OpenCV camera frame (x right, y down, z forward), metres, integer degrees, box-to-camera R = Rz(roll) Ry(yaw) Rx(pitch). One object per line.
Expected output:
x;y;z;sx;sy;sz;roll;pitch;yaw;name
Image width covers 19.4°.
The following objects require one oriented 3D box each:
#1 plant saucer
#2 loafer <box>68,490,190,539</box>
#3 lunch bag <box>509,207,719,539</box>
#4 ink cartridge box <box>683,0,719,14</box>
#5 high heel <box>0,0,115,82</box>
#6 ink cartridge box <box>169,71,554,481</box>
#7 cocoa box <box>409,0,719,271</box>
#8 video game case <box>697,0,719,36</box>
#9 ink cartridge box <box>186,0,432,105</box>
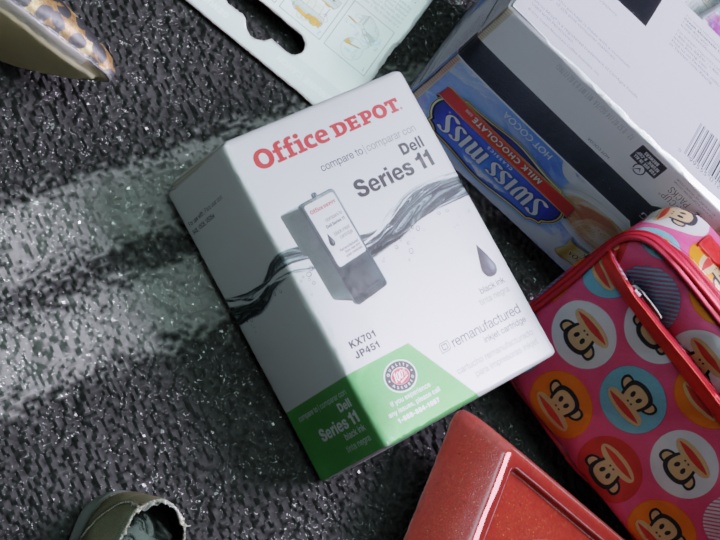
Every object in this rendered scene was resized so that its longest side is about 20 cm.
0.102;0.212;1.227;0.200;0.037;0.200;40;56;-24;plant saucer
-0.135;0.202;1.099;0.075;0.070;0.200;20;62;-22;loafer
0.201;0.067;1.274;0.200;0.176;0.082;52;35;5;lunch bag
0.192;-0.186;1.460;0.200;0.050;0.109;52;54;-5;ink cartridge box
-0.205;-0.204;1.226;0.200;0.071;0.143;32;60;-8;high heel
0.000;0.000;1.251;0.146;0.083;0.200;-27;85;-35;ink cartridge box
0.150;-0.101;1.343;0.200;0.131;0.133;43;46;-8;cocoa box
0.310;-0.110;1.469;0.182;0.024;0.200;-34;104;-44;video game case
-0.024;-0.214;1.364;0.162;0.050;0.200;39;74;-11;ink cartridge box
